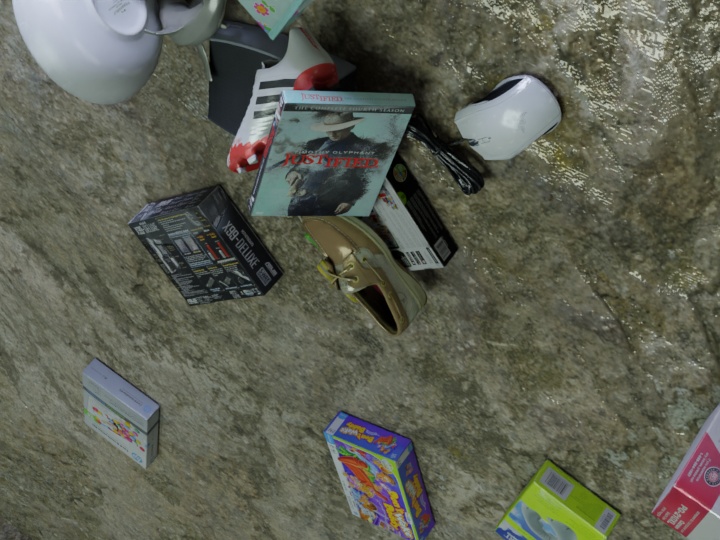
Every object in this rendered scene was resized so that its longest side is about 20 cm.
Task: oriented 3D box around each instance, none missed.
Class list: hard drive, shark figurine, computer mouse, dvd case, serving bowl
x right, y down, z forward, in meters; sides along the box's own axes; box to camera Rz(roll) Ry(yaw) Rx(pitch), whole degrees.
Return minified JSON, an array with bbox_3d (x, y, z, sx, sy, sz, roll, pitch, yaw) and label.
[{"bbox_3d":[-0.095,-0.196,1.568,0.198,0.042,0.137,24,123,31],"label":"hard drive"},{"bbox_3d":[-0.193,-0.285,1.525,0.214,0.088,0.130,-27,75,63],"label":"shark figurine"},{"bbox_3d":[0.127,-0.142,1.428,0.110,0.044,0.199,49,148,-9],"label":"computer mouse"},{"bbox_3d":[-0.035,-0.123,1.501,0.144,0.022,0.201,0,146,-18],"label":"dvd case"},{"bbox_3d":[-0.295,-0.295,1.574,0.065,0.201,0.201,-20,115,37],"label":"serving bowl"}]

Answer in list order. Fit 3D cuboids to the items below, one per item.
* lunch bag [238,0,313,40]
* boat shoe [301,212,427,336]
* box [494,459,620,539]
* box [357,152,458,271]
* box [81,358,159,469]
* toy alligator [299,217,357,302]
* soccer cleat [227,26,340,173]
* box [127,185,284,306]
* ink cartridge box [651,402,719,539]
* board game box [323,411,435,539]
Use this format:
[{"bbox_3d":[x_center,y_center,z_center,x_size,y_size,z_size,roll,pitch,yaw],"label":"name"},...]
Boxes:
[{"bbox_3d":[-0.079,-0.347,1.334,0.170,0.122,0.200,45,154,-5],"label":"lunch bag"},{"bbox_3d":[0.000,0.000,1.637,0.200,0.067,0.074,43,150,-23],"label":"boat shoe"},{"bbox_3d":[0.260,0.345,1.875,0.121,0.048,0.201,36,147,10],"label":"box"},{"bbox_3d":[0.021,-0.087,1.620,0.109,0.035,0.201,-4,126,50],"label":"box"},{"bbox_3d":[-0.441,0.265,2.555,0.155,0.041,0.201,34,149,12],"label":"box"},{"bbox_3d":[-0.030,-0.024,1.740,0.200,0.059,0.054,42,-171,-1],"label":"toy alligator"},{"bbox_3d":[-0.092,-0.180,1.504,0.200,0.068,0.086,-46,63,45],"label":"soccer cleat"},{"bbox_3d":[-0.219,-0.030,1.939,0.199,0.050,0.158,-9,122,52],"label":"box"},{"bbox_3d":[0.434,0.248,1.468,0.199,0.145,0.085,34,150,12],"label":"ink cartridge box"},{"bbox_3d":[0.030,0.314,2.090,0.133,0.045,0.202,18,141,34],"label":"board game box"}]
